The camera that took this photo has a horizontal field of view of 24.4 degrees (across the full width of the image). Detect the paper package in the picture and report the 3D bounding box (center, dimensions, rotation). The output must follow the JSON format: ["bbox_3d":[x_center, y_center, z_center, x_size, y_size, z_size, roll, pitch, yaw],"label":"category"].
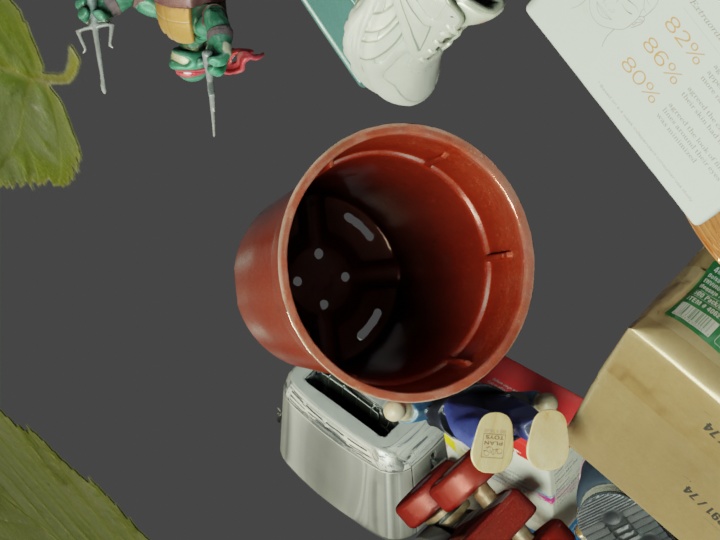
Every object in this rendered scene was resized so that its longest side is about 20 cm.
[{"bbox_3d":[0.261,0.110,1.126,0.200,0.103,0.191,41,151,14],"label":"paper package"}]

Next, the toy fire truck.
[{"bbox_3d":[0.066,0.240,1.353,0.112,0.168,0.200,48,154,2],"label":"toy fire truck"}]

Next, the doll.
[{"bbox_3d":[0.084,0.107,1.229,0.200,0.136,0.049,-157,66,-78],"label":"doll"}]

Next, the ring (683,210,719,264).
[{"bbox_3d":[0.271,-0.036,0.981,0.200,0.019,0.201,35,151,23],"label":"ring"}]

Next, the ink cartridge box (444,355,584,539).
[{"bbox_3d":[0.132,0.143,1.391,0.116,0.067,0.200,28,147,32],"label":"ink cartridge box"}]

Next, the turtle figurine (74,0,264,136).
[{"bbox_3d":[-0.149,-0.211,1.293,0.149,0.101,0.200,11,122,28],"label":"turtle figurine"}]

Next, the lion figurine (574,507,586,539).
[{"bbox_3d":[0.268,0.233,1.333,0.200,0.072,0.123,14,132,26],"label":"lion figurine"}]

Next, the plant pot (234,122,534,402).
[{"bbox_3d":[0.000,0.000,1.278,0.201,0.201,0.195,53,161,-11],"label":"plant pot"}]

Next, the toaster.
[{"bbox_3d":[0.002,0.146,1.536,0.200,0.114,0.129,35,147,26],"label":"toaster"}]

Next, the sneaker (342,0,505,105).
[{"bbox_3d":[0.046,-0.173,1.092,0.099,0.078,0.200,31,150,22],"label":"sneaker"}]

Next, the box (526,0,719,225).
[{"bbox_3d":[0.206,-0.143,0.829,0.152,0.106,0.200,53,146,4],"label":"box"}]

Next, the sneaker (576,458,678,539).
[{"bbox_3d":[0.228,0.207,1.268,0.070,0.082,0.200,-22,123,20],"label":"sneaker"}]

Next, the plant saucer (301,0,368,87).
[{"bbox_3d":[-0.032,-0.218,1.204,0.200,0.019,0.070,56,151,-14],"label":"plant saucer"}]
